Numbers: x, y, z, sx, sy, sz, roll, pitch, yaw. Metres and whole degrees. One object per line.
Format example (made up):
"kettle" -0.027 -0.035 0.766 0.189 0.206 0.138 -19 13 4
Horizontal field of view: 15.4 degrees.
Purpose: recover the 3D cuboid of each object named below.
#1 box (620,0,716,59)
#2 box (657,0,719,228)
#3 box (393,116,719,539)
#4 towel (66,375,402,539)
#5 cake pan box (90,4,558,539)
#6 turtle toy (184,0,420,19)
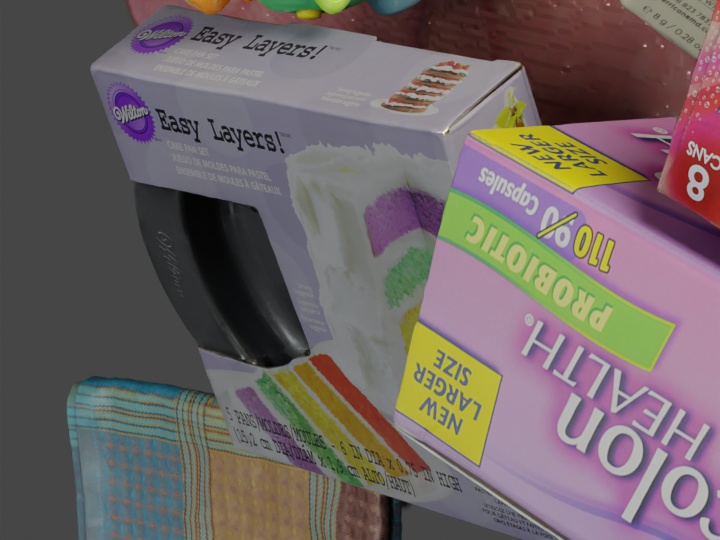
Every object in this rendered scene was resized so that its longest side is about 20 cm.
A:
"box" 0.168 -0.141 0.804 0.200 0.068 0.083 -39 26 43
"box" 0.188 -0.046 0.723 0.100 0.199 0.096 34 117 38
"box" 0.145 0.029 0.781 0.176 0.199 0.097 33 119 39
"towel" -0.057 0.126 1.139 0.199 0.022 0.148 7 101 46
"cake pan box" 0.000 0.000 0.985 0.199 0.052 0.185 15 132 44
"turtle toy" -0.027 -0.166 0.989 0.101 0.145 0.201 109 156 -50
